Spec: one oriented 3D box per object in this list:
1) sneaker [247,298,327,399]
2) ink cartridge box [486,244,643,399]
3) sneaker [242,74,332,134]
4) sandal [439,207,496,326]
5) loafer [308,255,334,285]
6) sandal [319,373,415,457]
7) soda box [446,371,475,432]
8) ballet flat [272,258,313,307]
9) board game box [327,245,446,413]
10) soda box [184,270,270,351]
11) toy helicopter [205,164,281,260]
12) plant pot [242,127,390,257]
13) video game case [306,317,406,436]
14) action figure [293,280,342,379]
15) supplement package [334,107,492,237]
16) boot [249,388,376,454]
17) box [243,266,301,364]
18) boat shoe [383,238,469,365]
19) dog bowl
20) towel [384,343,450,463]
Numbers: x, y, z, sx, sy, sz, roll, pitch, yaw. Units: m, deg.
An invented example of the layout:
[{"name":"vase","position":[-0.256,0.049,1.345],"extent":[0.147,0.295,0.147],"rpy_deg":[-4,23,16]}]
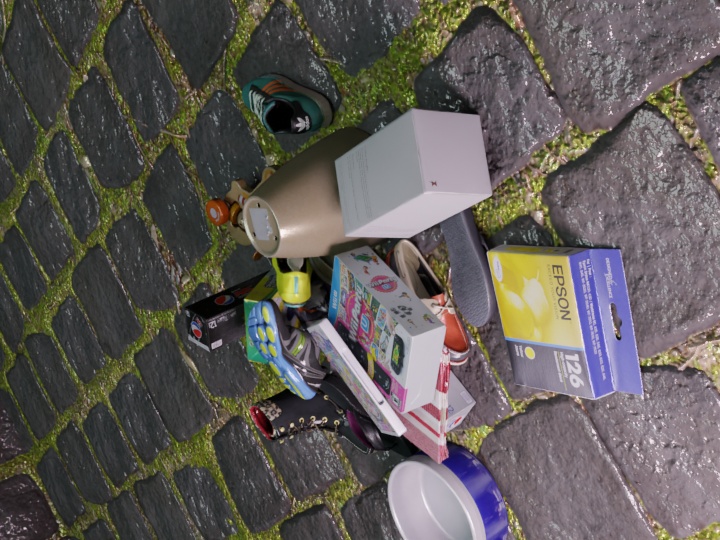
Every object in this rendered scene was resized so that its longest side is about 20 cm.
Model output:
[{"name":"sneaker","position":[-0.112,0.114,1.778],"extent":[0.070,0.083,0.201],"rpy_deg":[13,143,44]},{"name":"ink cartridge box","position":[0.265,0.067,1.483],"extent":[0.199,0.047,0.200],"rpy_deg":[5,112,53]},{"name":"sneaker","position":[-0.136,-0.260,1.779],"extent":[0.199,0.079,0.072],"rpy_deg":[22,126,44]},{"name":"sandal","position":[0.156,-0.023,1.578],"extent":[0.076,0.042,0.203],"rpy_deg":[-17,85,55]},{"name":"loafer","position":[0.000,0.000,1.761],"extent":[0.199,0.075,0.070],"rpy_deg":[36,135,26]},{"name":"sandal","position":[0.003,0.253,1.870],"extent":[0.200,0.048,0.075],"rpy_deg":[39,156,0]},{"name":"soda box","position":[0.085,0.156,1.743],"extent":[0.201,0.063,0.069],"rpy_deg":[51,142,20]},{"name":"ballet flat","position":[-0.106,-0.013,1.798],"extent":[0.200,0.066,0.068],"rpy_deg":[-105,13,-64]},{"name":"board game box","position":[0.033,0.083,1.626],"extent":[0.200,0.064,0.149],"rpy_deg":[46,142,39]},{"name":"soda box","position":[-0.202,0.066,1.944],"extent":[0.070,0.199,0.064],"rpy_deg":[23,126,43]},{"name":"toy helicopter","position":[-0.173,-0.106,1.921],"extent":[0.133,0.078,0.200],"rpy_deg":[58,140,10]},{"name":"plant pot","position":[-0.072,-0.096,1.690],"extent":[0.186,0.199,0.189],"rpy_deg":[29,130,40]},{"name":"video game case","position":[-0.008,0.160,1.690],"extent":[0.201,0.018,0.143],"rpy_deg":[54,169,-1]},{"name":"action figure","position":[-0.062,0.102,1.840],"extent":[0.195,0.103,0.201],"rpy_deg":[80,170,-47]},{"name":"supplement package","position":[0.068,-0.127,1.540],"extent":[0.199,0.116,0.119],"rpy_deg":[-25,68,54]},{"name":"boot","position":[-0.079,0.266,1.938],"extent":[0.203,0.153,0.074],"rpy_deg":[42,138,30]},{"name":"box","position":[-0.130,0.056,1.874],"extent":[0.048,0.200,0.119],"rpy_deg":[8,119,16]},{"name":"boat shoe","position":[0.101,0.046,1.663],"extent":[0.201,0.071,0.063],"rpy_deg":[57,141,19]},{"name":"dog bowl","position":[0.137,0.378,1.788],"extent":[0.199,0.078,0.202],"rpy_deg":[29,131,41]},{"name":"towel","position":[0.082,0.169,1.675],"extent":[0.144,0.023,0.202],"rpy_deg":[33,133,46]}]
